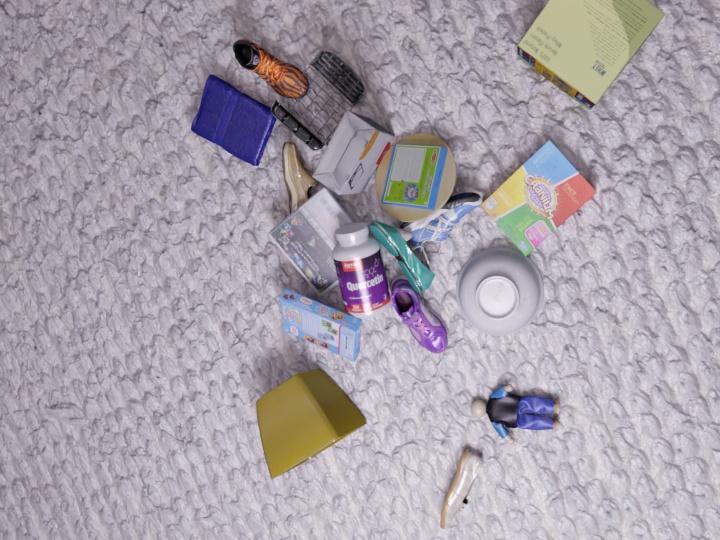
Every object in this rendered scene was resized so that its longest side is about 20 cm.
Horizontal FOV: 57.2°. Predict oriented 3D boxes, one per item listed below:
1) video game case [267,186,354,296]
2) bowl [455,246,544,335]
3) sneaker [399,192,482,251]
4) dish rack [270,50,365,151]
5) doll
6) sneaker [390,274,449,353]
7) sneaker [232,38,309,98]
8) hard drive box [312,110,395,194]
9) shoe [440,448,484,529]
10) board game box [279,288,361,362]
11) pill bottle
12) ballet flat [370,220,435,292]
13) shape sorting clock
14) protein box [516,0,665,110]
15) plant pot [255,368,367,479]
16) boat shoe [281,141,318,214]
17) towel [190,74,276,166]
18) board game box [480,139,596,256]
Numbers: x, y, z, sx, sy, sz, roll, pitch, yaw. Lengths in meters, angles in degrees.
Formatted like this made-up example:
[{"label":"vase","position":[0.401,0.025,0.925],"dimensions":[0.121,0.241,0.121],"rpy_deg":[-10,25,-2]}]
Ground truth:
[{"label":"video game case","position":[-0.089,-0.066,1.554],"dimensions":[0.181,0.023,0.201],"rpy_deg":[-36,105,16]},{"label":"bowl","position":[0.304,0.054,1.455],"dimensions":[0.197,0.090,0.206],"rpy_deg":[2,98,15]},{"label":"sneaker","position":[0.188,-0.112,1.480],"dimensions":[0.198,0.076,0.078],"rpy_deg":[-26,96,27]},{"label":"dish rack","position":[-0.093,-0.389,1.505],"dimensions":[0.153,0.055,0.201],"rpy_deg":[39,101,-17]},{"label":"doll","position":[0.348,0.327,1.500],"dimensions":[0.196,0.048,0.140],"rpy_deg":[4,97,15]},{"label":"sneaker","position":[0.128,0.108,1.512],"dimensions":[0.080,0.088,0.202],"rpy_deg":[-34,89,15]},{"label":"sneaker","position":[-0.215,-0.462,1.518],"dimensions":[0.198,0.112,0.079],"rpy_deg":[32,105,8]},{"label":"hard drive box","position":[-0.012,-0.254,1.444],"dimensions":[0.076,0.200,0.158],"rpy_deg":[33,105,8]},{"label":"shoe","position":[0.235,0.520,1.545],"dimensions":[0.053,0.070,0.204],"rpy_deg":[21,100,20]},{"label":"board game box","position":[-0.094,0.131,1.555],"dimensions":[0.197,0.037,0.152],"rpy_deg":[21,147,11]},{"label":"pill bottle","position":[0.000,0.000,1.499],"dimensions":[0.110,0.113,0.204],"rpy_deg":[-7,110,16]},{"label":"ballet flat","position":[0.100,-0.045,1.472],"dimensions":[0.070,0.067,0.201],"rpy_deg":[-40,104,-13]},{"label":"shape sorting clock","position":[0.122,-0.207,1.474],"dimensions":[0.197,0.039,0.204],"rpy_deg":[-9,73,31]},{"label":"protein box","position":[0.452,-0.468,1.322],"dimensions":[0.198,0.135,0.201],"rpy_deg":[38,105,7]},{"label":"plant pot","position":[-0.133,0.348,1.571],"dimensions":[0.198,0.199,0.178],"rpy_deg":[-34,76,17]},{"label":"boat shoe","position":[-0.135,-0.205,1.557],"dimensions":[0.074,0.072,0.204],"rpy_deg":[-6,107,12]},{"label":"towel","position":[-0.303,-0.361,1.594],"dimensions":[0.198,0.050,0.150],"rpy_deg":[30,111,9]},{"label":"board game box","position":[0.383,-0.156,1.431],"dimensions":[0.200,0.040,0.153],"rpy_deg":[-44,85,16]}]
